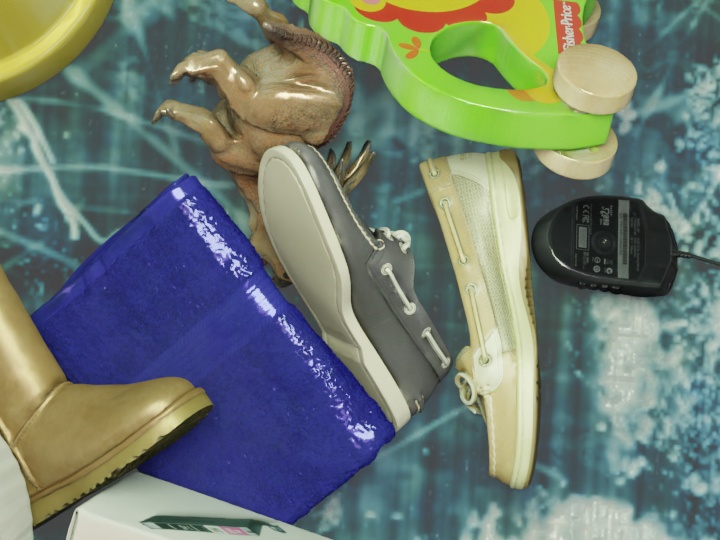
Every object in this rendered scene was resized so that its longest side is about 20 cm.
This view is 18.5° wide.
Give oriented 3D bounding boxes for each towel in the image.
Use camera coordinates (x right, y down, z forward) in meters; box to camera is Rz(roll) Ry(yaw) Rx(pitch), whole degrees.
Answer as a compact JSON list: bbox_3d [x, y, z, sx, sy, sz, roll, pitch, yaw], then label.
[{"bbox_3d":[-0.087,0.060,1.301,0.147,0.050,0.200,-39,88,21],"label":"towel"}]

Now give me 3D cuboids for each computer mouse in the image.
[{"bbox_3d":[0.199,-0.006,1.338,0.198,0.034,0.059,9,69,-7],"label":"computer mouse"}]

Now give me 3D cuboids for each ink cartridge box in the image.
[{"bbox_3d":[-0.070,0.178,1.201,0.198,0.174,0.044,18,101,11],"label":"ink cartridge box"}]

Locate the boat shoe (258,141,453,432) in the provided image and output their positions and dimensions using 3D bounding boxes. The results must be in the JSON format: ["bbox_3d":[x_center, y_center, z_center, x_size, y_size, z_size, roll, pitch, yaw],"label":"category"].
[{"bbox_3d":[0.000,0.000,1.278,0.063,0.072,0.201,-36,124,-21],"label":"boat shoe"}]

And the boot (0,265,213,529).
[{"bbox_3d":[-0.196,0.037,1.268,0.175,0.066,0.201,-32,88,32],"label":"boot"}]

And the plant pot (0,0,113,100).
[{"bbox_3d":[-0.238,-0.205,1.253,0.199,0.189,0.203,0,87,-3],"label":"plant pot"}]

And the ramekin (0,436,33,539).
[{"bbox_3d":[-0.277,0.149,1.248,0.201,0.094,0.204,3,100,18],"label":"ramekin"}]

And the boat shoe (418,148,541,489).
[{"bbox_3d":[0.073,0.029,1.309,0.063,0.073,0.203,-5,84,5],"label":"boat shoe"}]

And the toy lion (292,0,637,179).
[{"bbox_3d":[0.055,-0.149,1.277,0.190,0.069,0.201,6,43,-6],"label":"toy lion"}]

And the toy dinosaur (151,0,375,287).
[{"bbox_3d":[-0.041,-0.089,1.274,0.135,0.200,0.086,31,56,-1],"label":"toy dinosaur"}]
